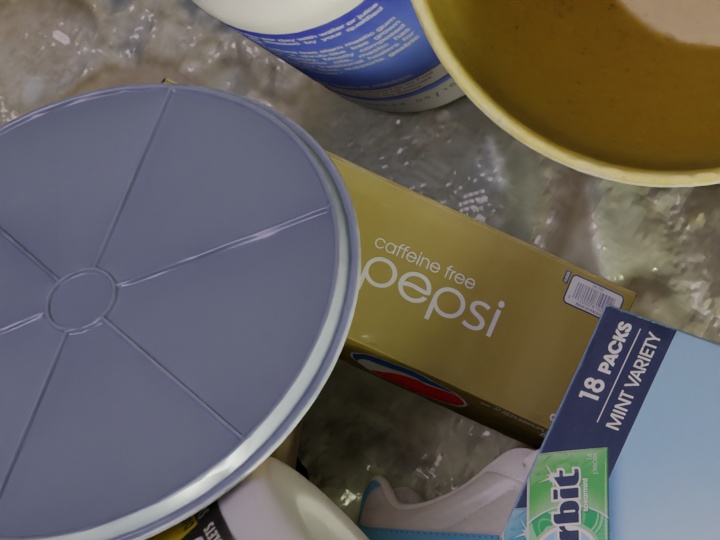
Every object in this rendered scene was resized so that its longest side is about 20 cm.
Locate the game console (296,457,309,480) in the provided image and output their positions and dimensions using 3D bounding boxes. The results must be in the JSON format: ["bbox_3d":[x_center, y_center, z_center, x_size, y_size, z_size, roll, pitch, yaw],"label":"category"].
[{"bbox_3d":[-0.137,0.086,1.017,0.199,0.116,0.177,-29,60,16],"label":"game console"}]

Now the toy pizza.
[{"bbox_3d":[-0.092,0.018,0.869,0.199,0.032,0.201,-11,52,14],"label":"toy pizza"}]

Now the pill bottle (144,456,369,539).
[{"bbox_3d":[-0.073,0.165,0.840,0.200,0.112,0.113,-41,67,6],"label":"pill bottle"}]

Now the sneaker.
[{"bbox_3d":[0.087,0.106,0.945,0.199,0.076,0.081,-9,75,19],"label":"sneaker"}]

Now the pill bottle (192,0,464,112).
[{"bbox_3d":[-0.014,-0.137,0.966,0.111,0.200,0.113,-4,78,22],"label":"pill bottle"}]

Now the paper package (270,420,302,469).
[{"bbox_3d":[-0.126,0.116,0.957,0.189,0.103,0.202,12,99,12],"label":"paper package"}]

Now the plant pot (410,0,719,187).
[{"bbox_3d":[0.125,-0.133,0.928,0.199,0.142,0.202,1,93,15],"label":"plant pot"}]

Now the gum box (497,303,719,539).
[{"bbox_3d":[0.143,0.123,0.853,0.199,0.045,0.171,20,76,25],"label":"gum box"}]

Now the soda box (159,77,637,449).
[{"bbox_3d":[0.000,0.000,0.959,0.199,0.068,0.064,25,80,-1],"label":"soda box"}]
